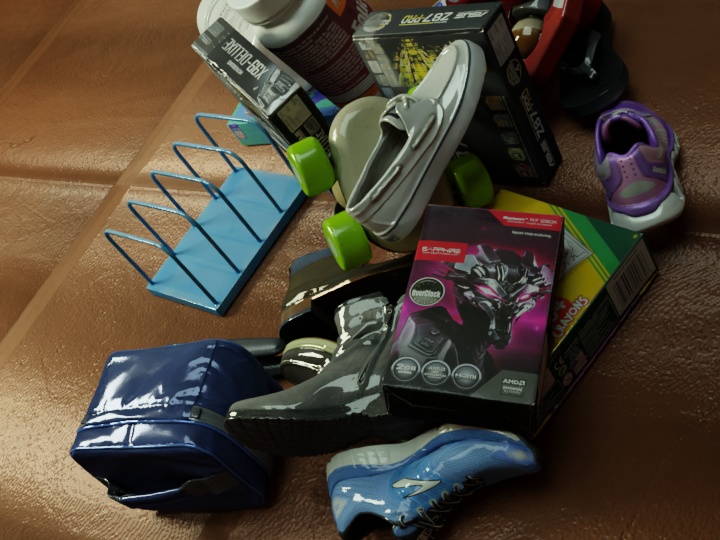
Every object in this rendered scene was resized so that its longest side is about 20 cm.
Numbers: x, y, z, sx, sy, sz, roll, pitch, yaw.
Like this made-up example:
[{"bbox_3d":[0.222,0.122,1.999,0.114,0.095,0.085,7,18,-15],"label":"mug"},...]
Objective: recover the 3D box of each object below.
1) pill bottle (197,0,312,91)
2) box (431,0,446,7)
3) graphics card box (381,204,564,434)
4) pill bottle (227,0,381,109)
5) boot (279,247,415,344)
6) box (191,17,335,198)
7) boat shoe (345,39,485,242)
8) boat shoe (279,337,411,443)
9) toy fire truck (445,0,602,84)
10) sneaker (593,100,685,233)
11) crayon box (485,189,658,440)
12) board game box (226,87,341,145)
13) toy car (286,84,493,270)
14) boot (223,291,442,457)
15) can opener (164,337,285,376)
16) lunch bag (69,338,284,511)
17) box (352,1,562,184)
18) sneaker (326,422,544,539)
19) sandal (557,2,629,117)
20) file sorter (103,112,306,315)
[{"bbox_3d":[-0.132,-0.305,1.373,0.114,0.114,0.200,-44,40,-8],"label":"pill bottle"},{"bbox_3d":[0.126,-0.297,1.292,0.200,0.064,0.070,-41,40,-3],"label":"box"},{"bbox_3d":[0.099,0.035,0.896,0.125,0.051,0.201,7,54,14],"label":"graphics card box"},{"bbox_3d":[-0.049,-0.280,1.215,0.114,0.200,0.115,-24,49,31],"label":"pill bottle"},{"bbox_3d":[0.000,0.000,1.098,0.199,0.075,0.097,-22,46,19],"label":"boot"},{"bbox_3d":[-0.087,-0.177,1.199,0.050,0.200,0.158,-45,58,-2],"label":"box"},{"bbox_3d":[0.047,-0.128,0.969,0.201,0.066,0.072,-63,27,-2],"label":"boat shoe"},{"bbox_3d":[-0.008,0.116,0.997,0.199,0.073,0.065,11,54,41],"label":"boat shoe"},{"bbox_3d":[0.167,-0.254,1.163,0.200,0.112,0.169,8,85,60],"label":"toy fire truck"},{"bbox_3d":[0.253,-0.120,1.003,0.080,0.089,0.200,-22,28,20],"label":"sneaker"},{"bbox_3d":[0.143,0.032,0.978,0.172,0.058,0.200,24,69,46],"label":"crayon box"},{"bbox_3d":[-0.060,-0.237,1.381,0.199,0.045,0.153,2,55,36],"label":"board game box"},{"bbox_3d":[0.023,-0.084,1.103,0.164,0.158,0.200,-26,-5,-7],"label":"toy car"},{"bbox_3d":[-0.019,0.089,0.946,0.199,0.070,0.132,-5,52,5],"label":"boot"},{"bbox_3d":[-0.163,0.096,1.132,0.199,0.063,0.079,-10,47,29],"label":"can opener"},{"bbox_3d":[-0.181,0.161,1.029,0.199,0.136,0.133,-10,47,29],"label":"lunch bag"},{"bbox_3d":[0.102,-0.178,1.093,0.161,0.200,0.049,10,54,40],"label":"box"},{"bbox_3d":[0.063,0.186,0.893,0.199,0.078,0.090,-21,54,27],"label":"sneaker"},{"bbox_3d":[0.239,-0.233,1.149,0.076,0.043,0.201,-33,32,27],"label":"sandal"},{"bbox_3d":[-0.184,-0.073,1.259,0.138,0.123,0.200,13,61,43],"label":"file sorter"}]
